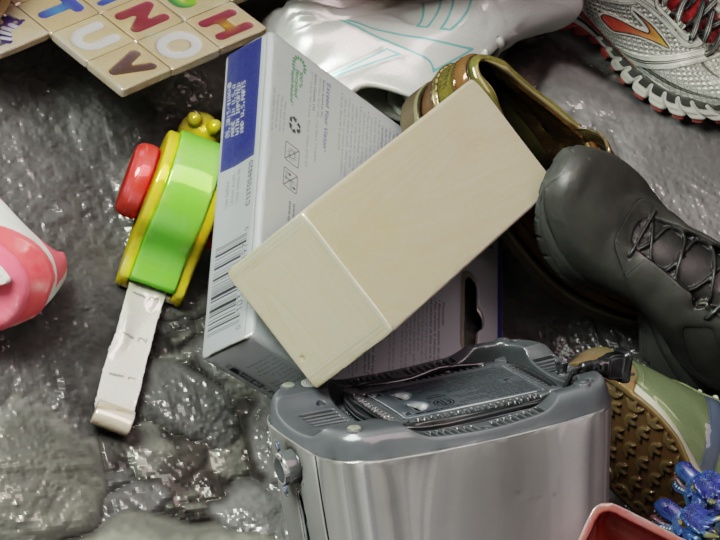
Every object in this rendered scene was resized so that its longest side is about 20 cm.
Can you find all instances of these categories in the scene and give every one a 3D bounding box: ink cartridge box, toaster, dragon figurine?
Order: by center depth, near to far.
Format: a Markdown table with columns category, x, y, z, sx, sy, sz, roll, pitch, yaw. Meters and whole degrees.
| category | x | y | z | sx | sy | sz | roll | pitch | yaw |
| --- | --- | --- | --- | --- | --- | --- | --- | --- | --- |
| toaster | 0.050 | 0.115 | 1.424 | 0.199 | 0.130 | 0.114 | -11 | 19 | -25 |
| dragon figurine | 0.214 | 0.194 | 1.467 | 0.059 | 0.100 | 0.200 | -33 | 75 | -33 |
| ink cartridge box | 0.000 | 0.000 | 1.524 | 0.200 | 0.040 | 0.201 | 33 | 46 | -37 |

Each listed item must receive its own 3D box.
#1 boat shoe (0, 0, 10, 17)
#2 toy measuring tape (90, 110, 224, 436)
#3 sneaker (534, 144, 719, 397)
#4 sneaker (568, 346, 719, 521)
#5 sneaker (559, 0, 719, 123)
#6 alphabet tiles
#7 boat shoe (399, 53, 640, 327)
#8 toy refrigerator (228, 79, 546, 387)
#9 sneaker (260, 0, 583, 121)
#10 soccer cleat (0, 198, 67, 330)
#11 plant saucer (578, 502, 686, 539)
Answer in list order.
| category | x | y | z | sx | sy | sz | roll | pitch | yaw |
| --- | --- | --- | --- | --- | --- | --- | --- | --- | --- |
| boat shoe | -0.206 | -0.205 | 1.552 | 0.070 | 0.071 | 0.201 | 3 | 38 | 5 |
| toy measuring tape | -0.104 | -0.010 | 1.495 | 0.073 | 0.074 | 0.201 | 20 | 54 | -8 |
| sneaker | 0.173 | 0.001 | 1.527 | 0.200 | 0.090 | 0.076 | 43 | 68 | -33 |
| sneaker | 0.202 | 0.108 | 1.544 | 0.200 | 0.067 | 0.090 | 44 | 48 | 10 |
| sneaker | 0.174 | -0.160 | 1.685 | 0.199 | 0.082 | 0.078 | 30 | 54 | -1 |
| alphabet tiles | -0.152 | -0.163 | 1.564 | 0.167 | 0.008 | 0.200 | -26 | 47 | -31 |
| boat shoe | 0.114 | -0.043 | 1.572 | 0.200 | 0.068 | 0.072 | 37 | 47 | -17 |
| toy refrigerator | 0.018 | -0.021 | 1.459 | 0.076 | 0.070 | 0.200 | 51 | 37 | -2 |
| sneaker | 0.042 | -0.127 | 1.631 | 0.199 | 0.071 | 0.081 | -13 | 70 | -18 |
| soccer cleat | -0.243 | -0.040 | 1.476 | 0.200 | 0.067 | 0.076 | 36 | 23 | 11 |
| plant saucer | 0.157 | 0.245 | 1.399 | 0.199 | 0.037 | 0.201 | 27 | 85 | -11 |
